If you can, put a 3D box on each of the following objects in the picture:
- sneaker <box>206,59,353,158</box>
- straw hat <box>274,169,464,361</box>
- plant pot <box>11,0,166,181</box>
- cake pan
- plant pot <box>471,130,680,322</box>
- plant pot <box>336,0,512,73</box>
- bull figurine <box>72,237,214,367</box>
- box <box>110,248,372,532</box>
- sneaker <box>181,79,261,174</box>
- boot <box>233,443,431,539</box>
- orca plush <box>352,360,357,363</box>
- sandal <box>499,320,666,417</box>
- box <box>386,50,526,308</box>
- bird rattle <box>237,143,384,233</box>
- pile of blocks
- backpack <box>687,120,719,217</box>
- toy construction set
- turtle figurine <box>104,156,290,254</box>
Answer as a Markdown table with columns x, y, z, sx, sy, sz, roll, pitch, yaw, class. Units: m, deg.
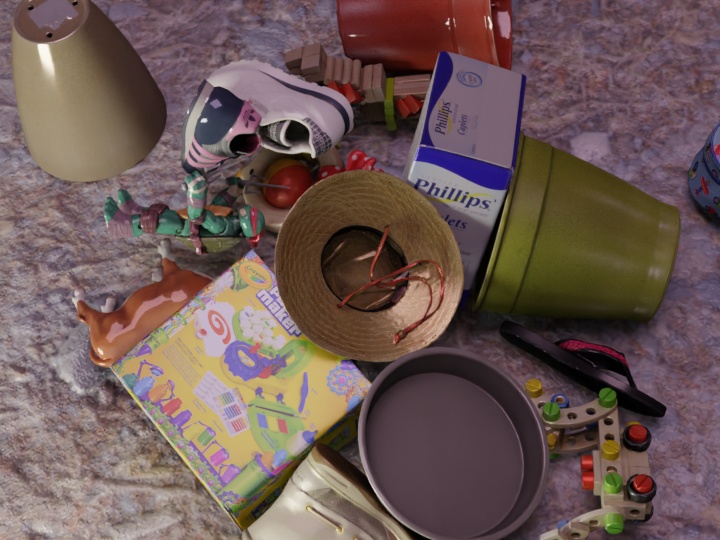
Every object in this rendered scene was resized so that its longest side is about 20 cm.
| x | y | z | sx | sy | sz | roll | pitch | yaw | class |
| --- | --- | --- | --- | --- | --- | --- | --- | --- | --- |
| -0.107 | -0.181 | 1.469 | 0.198 | 0.077 | 0.081 | 16 | 50 | 29 | sneaker |
| 0.000 | 0.000 | 1.328 | 0.198 | 0.085 | 0.204 | 1 | 88 | -14 | straw hat |
| -0.351 | -0.246 | 1.586 | 0.185 | 0.201 | 0.189 | -3 | 57 | 5 | plant pot |
| 0.088 | 0.175 | 1.271 | 0.198 | 0.037 | 0.203 | 7 | 62 | -14 | cake pan |
| 0.237 | -0.028 | 1.401 | 0.191 | 0.201 | 0.202 | 15 | 60 | 2 | plant pot |
| 0.079 | -0.328 | 1.601 | 0.193 | 0.201 | 0.203 | -3 | 57 | 14 | plant pot |
| -0.228 | 0.036 | 1.474 | 0.199 | 0.066 | 0.121 | -28 | 49 | -20 | bull figurine |
| -0.116 | 0.126 | 1.341 | 0.192 | 0.122 | 0.200 | -39 | 72 | -11 | box |
| -0.154 | -0.142 | 1.453 | 0.081 | 0.200 | 0.071 | 23 | 75 | 0 | sneaker |
| -0.018 | 0.289 | 1.279 | 0.200 | 0.072 | 0.155 | 42 | 96 | -8 | boot |
| 0.003 | 0.017 | 1.454 | 0.105 | 0.071 | 0.201 | 28 | 65 | 23 | orca plush |
| 0.239 | 0.094 | 1.375 | 0.199 | 0.075 | 0.045 | 30 | 79 | 26 | sandal |
| 0.100 | -0.099 | 1.407 | 0.104 | 0.201 | 0.185 | 15 | 42 | -1 | box |
| -0.060 | -0.108 | 1.545 | 0.162 | 0.113 | 0.201 | -35 | 66 | 5 | bird rattle |
| -0.001 | -0.211 | 1.573 | 0.198 | 0.083 | 0.063 | 15 | 44 | -10 | pile of blocks |
| 0.477 | -0.121 | 1.451 | 0.199 | 0.135 | 0.183 | 34 | 67 | 28 | backpack |
| 0.227 | 0.202 | 1.299 | 0.129 | 0.092 | 0.202 | 1 | 58 | 6 | toy construction set |
| -0.181 | -0.068 | 1.462 | 0.197 | 0.150 | 0.102 | -4 | 85 | 4 | turtle figurine |
